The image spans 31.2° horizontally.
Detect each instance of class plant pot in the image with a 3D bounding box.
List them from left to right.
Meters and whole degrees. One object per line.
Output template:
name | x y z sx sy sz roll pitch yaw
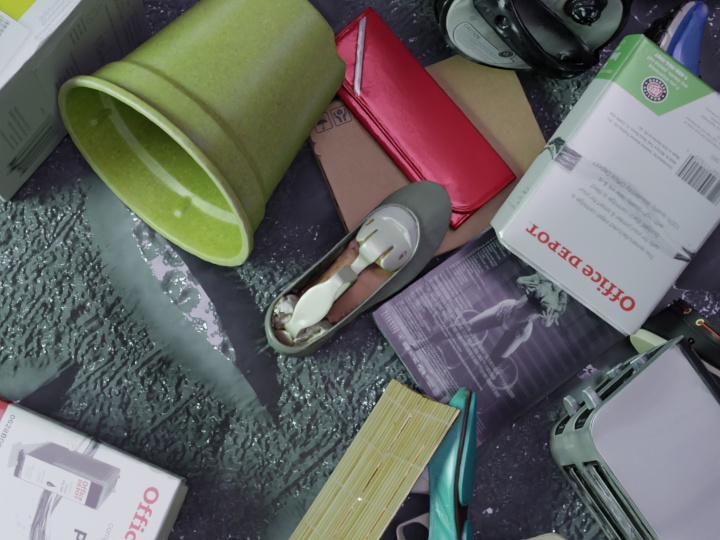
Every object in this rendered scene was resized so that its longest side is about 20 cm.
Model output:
plant pot | -0.114 -0.140 1.066 0.200 0.201 0.185 38 67 2

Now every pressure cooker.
pressure cooker | 0.143 -0.265 1.091 0.174 0.179 0.202 3 67 -9

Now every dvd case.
dvd case | 0.128 0.042 1.120 0.199 0.016 0.149 -35 93 -9

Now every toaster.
toaster | 0.252 0.166 1.038 0.118 0.181 0.201 -34 84 -7

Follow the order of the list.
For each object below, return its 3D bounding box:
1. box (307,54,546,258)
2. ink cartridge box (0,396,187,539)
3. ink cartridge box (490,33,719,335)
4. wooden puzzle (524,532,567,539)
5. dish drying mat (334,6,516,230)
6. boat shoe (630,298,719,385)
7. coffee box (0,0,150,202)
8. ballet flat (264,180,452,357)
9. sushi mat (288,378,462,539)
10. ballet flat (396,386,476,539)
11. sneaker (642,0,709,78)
box | 0.066 -0.098 1.146 0.198 0.021 0.165 -22 82 -9
ink cartridge box | -0.256 0.196 1.031 0.198 0.083 0.148 22 78 0
ink cartridge box | 0.222 -0.071 1.069 0.146 0.084 0.201 36 98 -6
wooden puzzle | 0.099 0.327 1.025 0.183 0.046 0.202 -14 107 -7
dish drying mat | 0.046 -0.134 1.130 0.077 0.018 0.200 -39 85 -11
boat shoe | 0.302 0.077 1.055 0.063 0.201 0.074 -41 119 -5
coffee box | -0.314 -0.210 1.040 0.197 0.200 0.201 38 79 3
ballet flat | 0.000 0.000 1.081 0.200 0.064 0.067 -43 82 2
sushi mat | 0.001 0.185 1.055 0.012 0.095 0.201 40 79 -37
ballet flat | 0.063 0.198 1.066 0.070 0.067 0.203 -1 84 12
sneaker | 0.279 -0.145 1.155 0.088 0.079 0.202 18 87 -9
